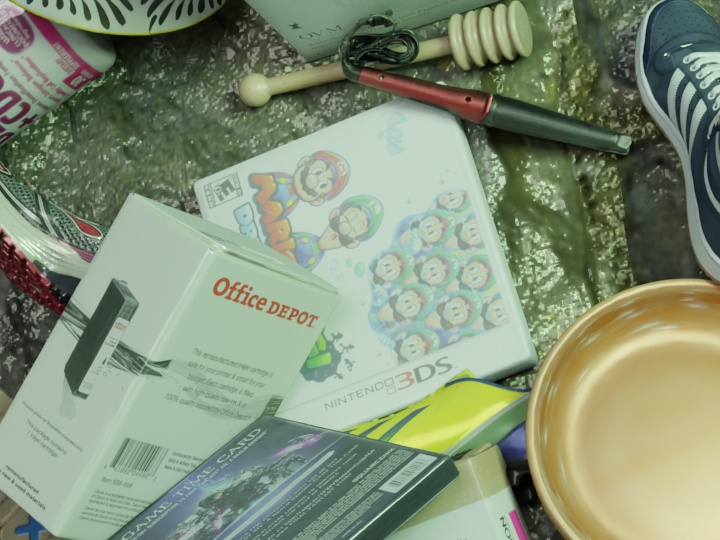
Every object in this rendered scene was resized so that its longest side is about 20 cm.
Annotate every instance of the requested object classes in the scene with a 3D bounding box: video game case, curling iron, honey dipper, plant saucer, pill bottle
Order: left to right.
[{"bbox_3d":[-0.275,-0.129,1.720,0.200,0.113,0.113,-35,66,8],"label":"pill bottle"},{"bbox_3d":[-0.052,0.141,1.477,0.143,0.019,0.200,-38,23,-25],"label":"video game case"},{"bbox_3d":[0.000,0.000,1.631,0.182,0.024,0.200,-22,68,13],"label":"video game case"},{"bbox_3d":[0.012,-0.138,1.662,0.200,0.038,0.038,-10,71,19],"label":"honey dipper"},{"bbox_3d":[0.077,-0.113,1.613,0.200,0.026,0.050,23,110,11],"label":"curling iron"},{"bbox_3d":[0.195,0.102,1.493,0.200,0.037,0.200,0,65,0],"label":"plant saucer"}]

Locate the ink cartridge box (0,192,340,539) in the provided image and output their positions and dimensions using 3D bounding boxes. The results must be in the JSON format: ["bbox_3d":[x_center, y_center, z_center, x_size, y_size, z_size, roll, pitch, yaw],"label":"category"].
[{"bbox_3d":[-0.121,0.067,1.568,0.084,0.144,0.200,35,97,33],"label":"ink cartridge box"}]

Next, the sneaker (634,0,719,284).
[{"bbox_3d":[0.220,-0.100,1.518,0.070,0.109,0.200,-5,61,-12],"label":"sneaker"}]

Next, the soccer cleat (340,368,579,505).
[{"bbox_3d":[0.045,0.104,1.565,0.200,0.065,0.084,-7,66,15],"label":"soccer cleat"}]

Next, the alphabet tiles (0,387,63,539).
[{"bbox_3d":[-0.277,0.157,1.598,0.200,0.196,0.015,-47,42,2],"label":"alphabet tiles"}]

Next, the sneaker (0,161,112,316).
[{"bbox_3d":[-0.186,-0.010,1.679,0.200,0.081,0.075,40,69,21],"label":"sneaker"}]

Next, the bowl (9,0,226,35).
[{"bbox_3d":[-0.166,-0.254,1.666,0.201,0.201,0.094,46,136,25],"label":"bowl"}]

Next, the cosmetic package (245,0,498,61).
[{"bbox_3d":[0.013,-0.242,1.601,0.199,0.200,0.123,-17,69,15],"label":"cosmetic package"}]

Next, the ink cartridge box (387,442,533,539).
[{"bbox_3d":[0.036,0.223,1.494,0.165,0.075,0.200,-23,86,14],"label":"ink cartridge box"}]
